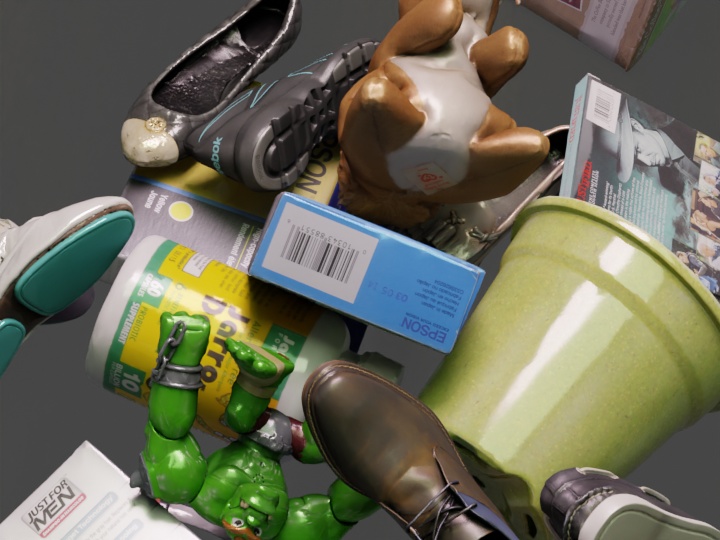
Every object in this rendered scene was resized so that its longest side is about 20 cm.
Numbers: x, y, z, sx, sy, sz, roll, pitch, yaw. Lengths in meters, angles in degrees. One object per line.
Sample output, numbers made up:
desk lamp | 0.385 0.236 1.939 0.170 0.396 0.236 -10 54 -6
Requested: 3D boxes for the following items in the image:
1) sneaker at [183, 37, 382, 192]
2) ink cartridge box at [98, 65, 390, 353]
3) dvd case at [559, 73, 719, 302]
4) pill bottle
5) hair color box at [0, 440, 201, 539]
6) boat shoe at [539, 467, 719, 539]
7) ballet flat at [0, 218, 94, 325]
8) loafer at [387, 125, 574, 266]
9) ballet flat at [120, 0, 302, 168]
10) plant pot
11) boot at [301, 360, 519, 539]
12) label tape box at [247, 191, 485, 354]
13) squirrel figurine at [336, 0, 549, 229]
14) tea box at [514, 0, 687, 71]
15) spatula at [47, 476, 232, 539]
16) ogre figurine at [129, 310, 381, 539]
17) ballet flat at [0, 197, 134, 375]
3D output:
sneaker | -0.047 -0.121 1.833 0.079 0.076 0.200 9 28 35
ink cartridge box | -0.069 -0.046 1.846 0.199 0.047 0.198 17 52 4
dvd case | 0.240 -0.048 1.886 0.199 0.022 0.146 26 51 -19
pill bottle | -0.076 0.064 1.720 0.199 0.113 0.113 24 53 5
hair color box | -0.138 0.215 1.621 0.200 0.061 0.099 39 67 16
boat shoe | 0.182 0.180 1.666 0.060 0.200 0.074 38 97 37
ballet flat | -0.282 -0.009 1.757 0.199 0.073 0.073 11 53 -4
loafer | 0.088 -0.050 1.864 0.200 0.063 0.072 -35 76 -32
ballet flat | -0.112 -0.147 1.849 0.066 0.057 0.200 30 55 13
plant pot | 0.129 0.084 1.717 0.200 0.201 0.184 37 67 15
boot | 0.046 0.136 1.574 0.075 0.200 0.097 -47 28 -8
label tape box | 0.000 0.000 1.715 0.144 0.200 0.064 22 90 -3
squirrel figurine | 0.045 -0.136 1.791 0.141 0.200 0.187 11 58 -13
tea box | 0.229 -0.306 1.999 0.133 0.200 0.197 34 56 13
spatula | -0.115 0.167 1.694 0.199 0.021 0.057 16 54 0
ogre figurine | -0.059 0.118 1.626 0.200 0.120 0.098 24 9 -36
ballet flat | -0.238 0.015 1.701 0.069 0.069 0.200 41 90 18
